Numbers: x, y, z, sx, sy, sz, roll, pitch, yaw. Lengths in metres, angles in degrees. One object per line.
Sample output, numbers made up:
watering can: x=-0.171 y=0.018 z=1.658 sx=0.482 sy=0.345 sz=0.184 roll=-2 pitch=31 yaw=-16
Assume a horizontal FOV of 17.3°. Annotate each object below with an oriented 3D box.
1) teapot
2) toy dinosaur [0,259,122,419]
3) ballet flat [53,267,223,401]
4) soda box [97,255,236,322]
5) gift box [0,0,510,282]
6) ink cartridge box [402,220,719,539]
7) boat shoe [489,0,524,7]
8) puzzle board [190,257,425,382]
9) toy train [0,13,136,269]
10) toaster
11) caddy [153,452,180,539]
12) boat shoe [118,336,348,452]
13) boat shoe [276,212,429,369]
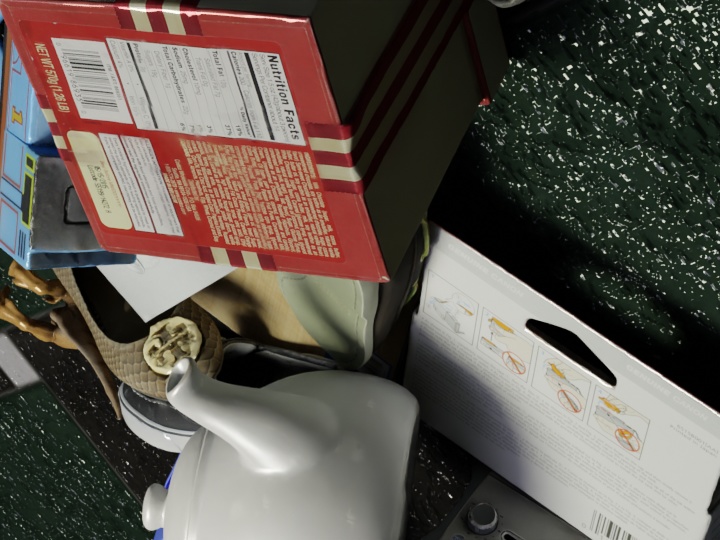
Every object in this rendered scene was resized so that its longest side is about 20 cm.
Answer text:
teapot: x=-0.049 y=0.145 z=1.316 sx=0.145 sy=0.201 sz=0.197 roll=7 pitch=-176 yaw=4
toy dinosaur: x=-0.183 y=0.032 z=1.523 sx=0.106 sy=0.061 sz=0.200 roll=26 pitch=-175 yaw=-4
ballet flat: x=-0.147 y=0.011 z=1.460 sx=0.200 sy=0.067 sz=0.046 roll=49 pitch=167 yaw=45
soda box: x=-0.085 y=-0.036 z=1.338 sx=0.068 sy=0.063 sz=0.200 roll=50 pitch=148 yaw=-8
gift box: x=-0.053 y=-0.127 z=1.104 sx=0.199 sy=0.187 sz=0.185 roll=11 pitch=139 yaw=22
ink cartridge box: x=0.115 y=0.066 z=1.269 sx=0.200 sy=0.044 sz=0.174 roll=34 pitch=146 yaw=20
boat shoe: x=0.056 y=-0.205 z=1.005 sx=0.070 sy=0.064 sz=0.201 roll=16 pitch=138 yaw=39
puzzle board: x=-0.031 y=0.001 z=1.396 sx=0.150 sy=0.017 sz=0.200 roll=36 pitch=148 yaw=14
toy train: x=-0.165 y=-0.100 z=1.314 sx=0.114 sy=0.086 sz=0.201 roll=32 pitch=119 yaw=53
toaster: x=0.101 y=0.209 z=1.384 sx=0.129 sy=0.114 sz=0.200 roll=29 pitch=149 yaw=22
caddy: x=-0.062 y=0.167 z=1.545 sx=0.141 sy=0.105 sz=0.200 roll=22 pitch=148 yaw=-4
boat shoe: x=-0.078 y=0.072 z=1.450 sx=0.199 sy=0.072 sz=0.068 roll=10 pitch=137 yaw=41
boat shoe: x=0.000 y=0.000 z=1.277 sx=0.072 sy=0.061 sz=0.201 roll=46 pitch=166 yaw=7
